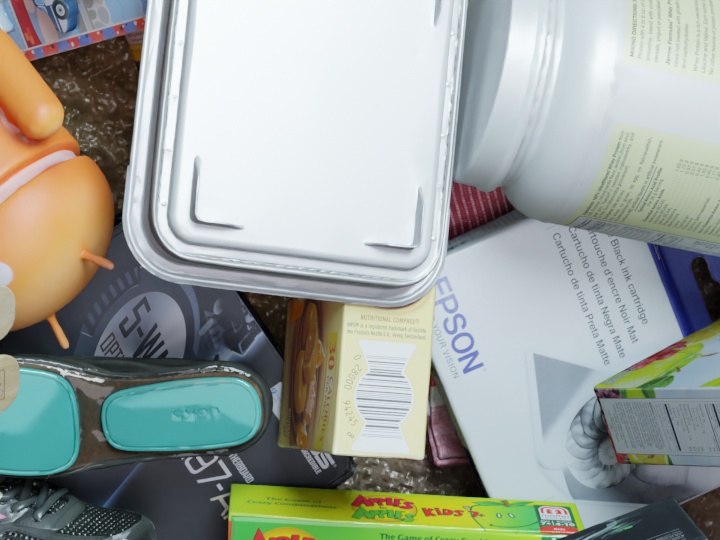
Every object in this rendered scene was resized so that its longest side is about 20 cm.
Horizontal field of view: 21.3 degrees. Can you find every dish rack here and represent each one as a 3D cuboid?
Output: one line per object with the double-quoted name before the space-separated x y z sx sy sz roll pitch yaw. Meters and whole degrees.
"dish rack" -0.025 -0.088 0.953 0.171 0.044 0.201 7 85 -17

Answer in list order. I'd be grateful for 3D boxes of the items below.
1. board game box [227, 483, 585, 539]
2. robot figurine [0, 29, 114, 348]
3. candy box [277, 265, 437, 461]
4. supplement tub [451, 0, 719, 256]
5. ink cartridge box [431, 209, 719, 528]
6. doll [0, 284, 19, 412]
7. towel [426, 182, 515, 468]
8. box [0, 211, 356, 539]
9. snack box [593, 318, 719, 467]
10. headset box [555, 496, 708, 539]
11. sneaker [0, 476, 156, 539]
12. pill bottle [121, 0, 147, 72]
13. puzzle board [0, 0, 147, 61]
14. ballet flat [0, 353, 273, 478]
"board game box" 0.022 0.182 1.085 0.199 0.048 0.102 4 105 -3
"robot figurine" -0.211 -0.050 1.010 0.144 0.117 0.200 -45 83 2
"candy box" 0.000 0.000 1.040 0.055 0.115 0.201 6 86 -17
"supplement tub" 0.155 -0.088 1.011 0.199 0.145 0.146 11 100 -10
"ink cartridge box" 0.143 0.048 1.110 0.199 0.041 0.201 -25 103 -4
"doll" -0.258 0.015 0.976 0.048 0.199 0.137 -29 131 -43
"towel" 0.100 0.012 1.129 0.143 0.023 0.201 -8 102 -7
"box" -0.121 0.076 1.101 0.160 0.044 0.201 -33 103 0
"snack box" 0.249 0.048 1.053 0.199 0.142 0.053 -25 101 -33
"headset box" 0.102 0.194 0.969 0.173 0.200 0.093 -21 88 3
"sneaker" -0.212 0.130 1.052 0.199 0.080 0.087 3 107 13
"pill bottle" -0.096 -0.204 1.013 0.111 0.112 0.201 -21 104 -3
"puzzle board" -0.186 -0.210 0.996 0.017 0.150 0.201 -33 109 -44
"ballet flat" -0.148 0.077 1.039 0.199 0.068 0.068 2 99 -7
